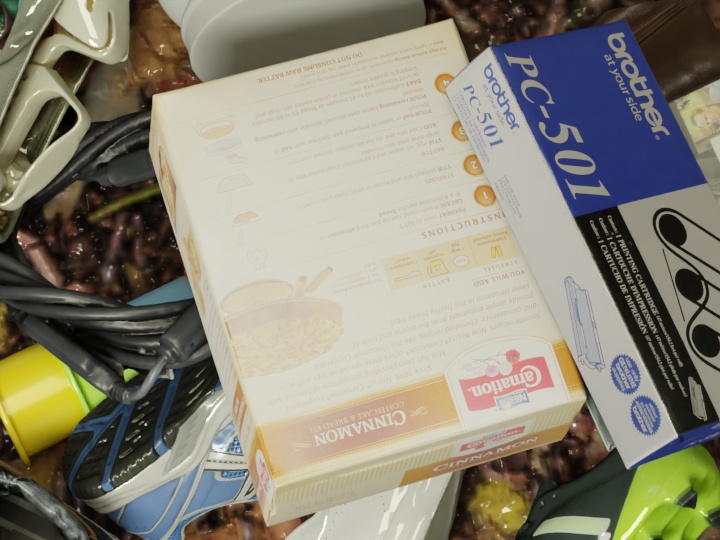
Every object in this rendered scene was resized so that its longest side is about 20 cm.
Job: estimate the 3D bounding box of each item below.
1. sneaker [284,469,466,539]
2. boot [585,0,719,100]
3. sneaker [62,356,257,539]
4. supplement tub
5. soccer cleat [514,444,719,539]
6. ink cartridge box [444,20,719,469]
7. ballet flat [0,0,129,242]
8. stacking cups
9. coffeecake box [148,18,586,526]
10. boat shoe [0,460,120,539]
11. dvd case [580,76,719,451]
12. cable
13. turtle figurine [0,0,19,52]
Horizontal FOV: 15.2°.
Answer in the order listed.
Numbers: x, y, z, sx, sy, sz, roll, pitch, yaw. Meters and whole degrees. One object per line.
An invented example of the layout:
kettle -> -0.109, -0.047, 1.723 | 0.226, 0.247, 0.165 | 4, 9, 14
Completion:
sneaker -> 0.023, 0.071, 1.382 | 0.088, 0.075, 0.201 | 22, 80, 18
boot -> 0.081, -0.093, 1.419 | 0.200, 0.064, 0.186 | -41, 57, -20
sneaker -> -0.054, 0.064, 1.364 | 0.200, 0.077, 0.076 | -34, 39, 6
supplement tub -> -0.046, -0.204, 1.388 | 0.144, 0.145, 0.201 | -13, 66, -2
soccer cleat -> 0.101, 0.158, 1.365 | 0.200, 0.067, 0.081 | -47, 44, 3
ink cartridge box -> 0.124, -0.015, 1.255 | 0.094, 0.044, 0.201 | -15, 73, -39
ballet flat -> -0.150, -0.104, 1.352 | 0.064, 0.067, 0.201 | 30, 90, 26
stacking cups -> -0.099, 0.031, 1.402 | 0.199, 0.061, 0.061 | -27, 78, -10
coffeecake box -> 0.000, 0.000, 1.279 | 0.153, 0.073, 0.201 | -15, 72, -11
boat shoe -> -0.209, 0.113, 1.354 | 0.200, 0.091, 0.071 | 23, 77, 14
dvd case -> 0.181, -0.019, 1.306 | 0.199, 0.022, 0.146 | -25, 77, 1
cable -> -0.116, -0.025, 1.373 | 0.163, 0.051, 0.200 | -43, 50, -15
turtle figurine -> -0.202, -0.132, 1.403 | 0.101, 0.150, 0.200 | 38, 88, -9
